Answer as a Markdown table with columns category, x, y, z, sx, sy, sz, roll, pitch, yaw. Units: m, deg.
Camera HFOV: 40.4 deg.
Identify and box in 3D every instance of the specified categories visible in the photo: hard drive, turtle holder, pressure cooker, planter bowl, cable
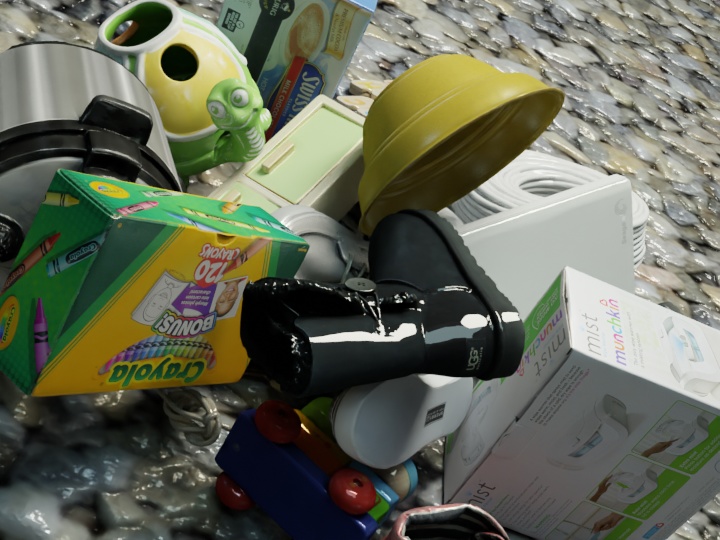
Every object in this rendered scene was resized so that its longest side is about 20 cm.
| category | x | y | z | sx | sy | sz | roll | pitch | yaw |
| --- | --- | --- | --- | --- | --- | --- | --- | --- | --- |
| hard drive | 0.157 | 0.004 | 0.870 | 0.199 | 0.133 | 0.026 | -18 | 25 | -21 |
| turtle holder | -0.159 | -0.147 | 0.833 | 0.140 | 0.132 | 0.186 | -22 | 45 | 0 |
| pressure cooker | -0.215 | -0.046 | 0.696 | 0.177 | 0.177 | 0.200 | -19 | 41 | -6 |
| planter bowl | 0.064 | -0.119 | 0.813 | 0.200 | 0.200 | 0.084 | -21 | 74 | -44 |
| cable | 0.195 | -0.061 | 0.999 | 0.198 | 0.070 | 0.200 | 6 | 26 | -5 |

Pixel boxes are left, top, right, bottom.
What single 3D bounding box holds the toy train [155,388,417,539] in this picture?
| category | x | y | z | sx | sy | sz | roll | pitch | yaw |
| --- | --- | --- | --- | --- | --- | --- | --- | --- | --- |
| toy train | -0.054 | 0.120 | 0.718 | 0.200 | 0.085 | 0.116 | 40 | 27 | 17 |

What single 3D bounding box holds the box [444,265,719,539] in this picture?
| category | x | y | z | sx | sy | sz | roll | pitch | yaw |
| --- | --- | --- | --- | --- | --- | --- | --- | --- | --- |
| box | 0.184 | 0.124 | 0.759 | 0.175 | 0.201 | 0.097 | 21 | 39 | -9 |

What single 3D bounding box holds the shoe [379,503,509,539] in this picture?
| category | x | y | z | sx | sy | sz | roll | pitch | yaw |
| --- | --- | --- | --- | --- | --- | --- | --- | --- | --- |
| shoe | 0.096 | 0.225 | 0.682 | 0.199 | 0.091 | 0.072 | 19 | 41 | -14 |

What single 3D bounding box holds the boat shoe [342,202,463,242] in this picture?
| category | x | y | z | sx | sy | sz | roll | pitch | yaw |
| --- | --- | --- | --- | --- | --- | --- | --- | --- | --- |
| boat shoe | 0.023 | -0.046 | 0.938 | 0.200 | 0.074 | 0.065 | 37 | 48 | 23 |

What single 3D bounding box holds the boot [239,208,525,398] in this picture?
| category | x | y | z | sx | sy | sz | roll | pitch | yaw |
| --- | --- | --- | --- | --- | --- | --- | --- | --- | --- |
| boot | -0.003 | 0.014 | 0.672 | 0.167 | 0.077 | 0.200 | 0 | 28 | -24 |

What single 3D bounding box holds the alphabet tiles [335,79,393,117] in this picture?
| category | x | y | z | sx | sy | sz | roll | pitch | yaw |
| --- | --- | --- | --- | --- | --- | --- | --- | --- | --- |
| alphabet tiles | 0.079 | -0.178 | 1.099 | 0.195 | 0.015 | 0.200 | -8 | 32 | -37 |

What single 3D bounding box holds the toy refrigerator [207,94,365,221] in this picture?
| category | x | y | z | sx | sy | sz | roll | pitch | yaw |
| --- | --- | --- | --- | --- | --- | --- | --- | --- | --- |
| toy refrigerator | -0.065 | -0.063 | 0.845 | 0.076 | 0.070 | 0.200 | 32 | 58 | 18 |

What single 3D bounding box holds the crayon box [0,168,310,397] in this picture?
| category | x | y | z | sx | sy | sz | roll | pitch | yaw |
| --- | --- | --- | --- | --- | --- | --- | --- | --- | --- |
| crayon box | -0.130 | 0.012 | 0.630 | 0.058 | 0.119 | 0.200 | 35 | 14 | 27 |

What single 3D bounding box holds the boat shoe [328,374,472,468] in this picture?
| category | x | y | z | sx | sy | sz | roll | pitch | yaw |
| --- | --- | --- | --- | --- | --- | --- | --- | --- | --- |
| boat shoe | 0.020 | 0.093 | 0.719 | 0.066 | 0.070 | 0.200 | 16 | 10 | 27 |

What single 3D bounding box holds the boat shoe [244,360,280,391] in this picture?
| category | x | y | z | sx | sy | sz | roll | pitch | yaw |
| --- | --- | --- | --- | --- | --- | --- | --- | --- | --- |
| boat shoe | -0.054 | 0.068 | 0.777 | 0.198 | 0.072 | 0.072 | 12 | 50 | -15 |

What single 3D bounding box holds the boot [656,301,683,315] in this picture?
| category | x | y | z | sx | sy | sz | roll | pitch | yaw |
| --- | --- | --- | --- | --- | --- | --- | --- | --- | --- |
| boot | 0.256 | 0.123 | 0.906 | 0.199 | 0.066 | 0.165 | -14 | 65 | -39 |

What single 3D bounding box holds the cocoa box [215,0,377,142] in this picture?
| category | x | y | z | sx | sy | sz | roll | pitch | yaw |
| --- | --- | --- | --- | --- | --- | --- | --- | --- | --- |
| cocoa box | -0.074 | -0.229 | 0.966 | 0.130 | 0.201 | 0.134 | 23 | 39 | -10 |

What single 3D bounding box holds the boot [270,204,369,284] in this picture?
| category | x | y | z | sx | sy | sz | roll | pitch | yaw |
| --- | --- | --- | --- | --- | --- | --- | --- | --- | --- |
| boot | 0.000 | 0.000 | 0.807 | 0.095 | 0.074 | 0.200 | 18 | 2 | 30 |
